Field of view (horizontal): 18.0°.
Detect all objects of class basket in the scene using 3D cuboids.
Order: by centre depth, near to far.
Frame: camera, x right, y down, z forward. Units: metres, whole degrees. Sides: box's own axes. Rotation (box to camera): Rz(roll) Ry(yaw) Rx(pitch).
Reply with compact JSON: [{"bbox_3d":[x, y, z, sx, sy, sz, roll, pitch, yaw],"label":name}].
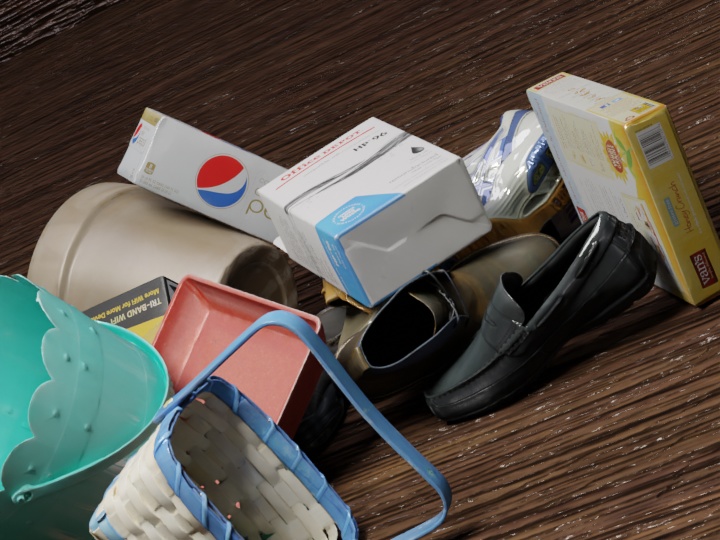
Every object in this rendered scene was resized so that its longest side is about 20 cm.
[{"bbox_3d":[-0.064,0.137,1.478,0.200,0.176,0.139,-34,11,29],"label":"basket"}]

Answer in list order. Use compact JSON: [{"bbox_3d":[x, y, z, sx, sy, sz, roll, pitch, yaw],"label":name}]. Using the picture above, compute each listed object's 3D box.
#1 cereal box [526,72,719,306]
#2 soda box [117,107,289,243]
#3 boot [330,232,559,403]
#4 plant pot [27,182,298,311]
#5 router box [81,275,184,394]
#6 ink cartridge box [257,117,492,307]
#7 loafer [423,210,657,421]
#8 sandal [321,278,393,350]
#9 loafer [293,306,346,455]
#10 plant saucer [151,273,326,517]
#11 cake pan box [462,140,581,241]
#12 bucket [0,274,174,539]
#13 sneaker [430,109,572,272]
[{"bbox_3d":[0.193,-0.063,1.643,0.040,0.144,0.200,-27,18,-8],"label":"cereal box"},{"bbox_3d":[-0.098,-0.068,1.912,0.064,0.200,0.068,-67,20,2],"label":"soda box"},{"bbox_3d":[0.071,0.031,1.653,0.200,0.075,0.097,-34,-6,-9],"label":"boot"},{"bbox_3d":[-0.156,0.028,1.933,0.173,0.200,0.200,5,37,37],"label":"plant pot"},{"bbox_3d":[-0.212,0.115,1.822,0.200,0.052,0.157,-24,63,22],"label":"router box"},{"bbox_3d":[0.000,-0.052,1.736,0.116,0.068,0.200,-33,25,-13],"label":"ink cartridge box"},{"bbox_3d":[0.117,0.031,1.600,0.201,0.070,0.068,-39,24,20],"label":"loafer"},{"bbox_3d":[0.000,0.000,1.785,0.080,0.054,0.200,-51,18,33],"label":"sandal"},{"bbox_3d":[-0.041,0.070,1.782,0.073,0.072,0.200,-25,18,21],"label":"loafer"},{"bbox_3d":[-0.109,0.114,1.678,0.200,0.037,0.200,16,81,55],"label":"plant saucer"},{"bbox_3d":[0.092,-0.037,1.889,0.184,0.052,0.200,-35,19,-6],"label":"cake pan box"},{"bbox_3d":[-0.243,0.116,1.695,0.207,0.135,0.207,-28,48,37],"label":"bucket"},{"bbox_3d":[0.097,-0.040,1.766,0.200,0.075,0.088,-50,38,-13],"label":"sneaker"}]
